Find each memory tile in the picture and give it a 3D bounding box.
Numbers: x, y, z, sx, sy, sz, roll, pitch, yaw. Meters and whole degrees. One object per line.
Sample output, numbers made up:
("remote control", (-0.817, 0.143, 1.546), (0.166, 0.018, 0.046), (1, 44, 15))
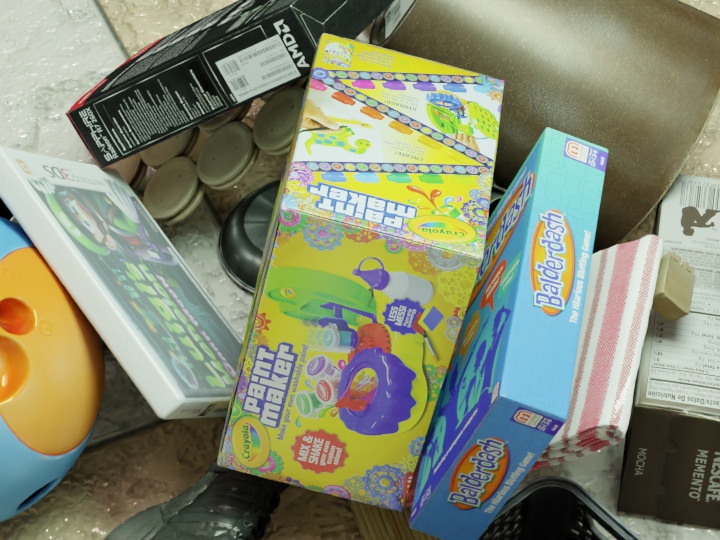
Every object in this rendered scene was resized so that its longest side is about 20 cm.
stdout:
("memory tile", (-0.112, -0.104, 1.731), (0.199, 0.017, 0.154), (-31, 45, 24))

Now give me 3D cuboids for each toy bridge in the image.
("toy bridge", (0.135, 0.030, 1.586), (0.027, 0.200, 0.068), (35, 49, -24))

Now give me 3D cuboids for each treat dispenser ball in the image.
("treat dispenser ball", (-0.257, 0.061, 1.538), (0.199, 0.202, 0.202), (0, 48, 0))

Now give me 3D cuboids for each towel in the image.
("towel", (0.107, 0.066, 1.533), (0.030, 0.199, 0.147), (35, 52, -27))

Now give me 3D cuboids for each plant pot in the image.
("plant pot", (0.112, -0.137, 1.660), (0.199, 0.187, 0.188), (29, 48, -15))

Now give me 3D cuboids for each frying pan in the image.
("frying pan", (-0.018, -0.006, 1.712), (0.115, 0.031, 0.190), (-36, 54, -26))

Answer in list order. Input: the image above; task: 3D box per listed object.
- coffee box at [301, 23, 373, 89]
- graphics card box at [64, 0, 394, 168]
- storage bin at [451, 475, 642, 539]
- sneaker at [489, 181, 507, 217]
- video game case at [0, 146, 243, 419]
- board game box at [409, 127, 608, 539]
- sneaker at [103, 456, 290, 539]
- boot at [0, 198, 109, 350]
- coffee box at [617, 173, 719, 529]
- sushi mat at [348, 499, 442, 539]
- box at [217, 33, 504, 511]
("coffee box", (0.040, -0.158, 1.788), (0.199, 0.080, 0.113), (-18, 41, -15))
("graphics card box", (-0.085, -0.143, 1.639), (0.199, 0.051, 0.126), (-23, 15, 32))
("storage bin", (0.087, 0.234, 1.453), (0.200, 0.094, 0.135), (-34, 57, -25))
("sneaker", (0.053, -0.055, 1.654), (0.075, 0.106, 0.200), (-41, 83, -22))
("video game case", (-0.141, 0.009, 1.575), (0.023, 0.182, 0.200), (-40, 77, 13))
("board game box", (0.087, 0.039, 1.455), (0.045, 0.152, 0.201), (20, 51, -8))
("sneaker", (-0.084, 0.178, 1.530), (0.199, 0.060, 0.104), (-34, 55, -19))
("boot", (-0.206, -0.004, 1.664), (0.199, 0.097, 0.075), (3, 48, 3))
("coffee box", (0.218, 0.051, 1.599), (0.079, 0.113, 0.201), (8, 50, 5))
("sushi mat", (0.027, 0.112, 1.613), (0.095, 0.012, 0.201), (-13, 50, -12))
("box", (0.000, 0.000, 1.511), (0.121, 0.201, 0.193), (14, 37, -2))
